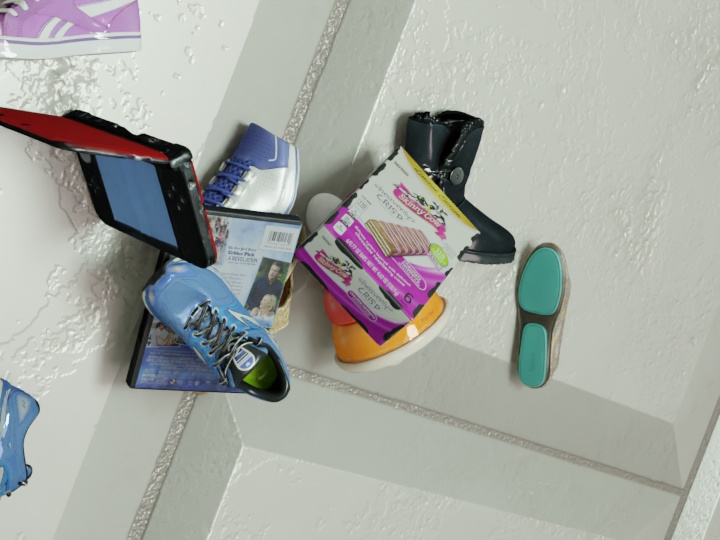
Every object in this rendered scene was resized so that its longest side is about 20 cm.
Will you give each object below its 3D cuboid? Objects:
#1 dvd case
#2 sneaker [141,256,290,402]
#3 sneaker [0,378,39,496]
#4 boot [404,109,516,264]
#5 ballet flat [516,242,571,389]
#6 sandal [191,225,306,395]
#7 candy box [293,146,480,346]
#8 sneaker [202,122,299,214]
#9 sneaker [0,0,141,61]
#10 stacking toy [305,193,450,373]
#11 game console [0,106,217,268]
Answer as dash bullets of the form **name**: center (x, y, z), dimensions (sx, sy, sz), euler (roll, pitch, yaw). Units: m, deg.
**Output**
- **dvd case**: center (-0.148, 0.031, 1.458), dimensions (0.142, 0.018, 0.201), euler (6, 111, -32)
- **sneaker**: center (-0.131, 0.061, 1.415), dimensions (0.079, 0.089, 0.200), euler (-47, 126, -1)
- **sneaker**: center (-0.356, 0.203, 1.366), dimensions (0.089, 0.078, 0.201), euler (23, 88, -41)
- **boot**: center (0.123, -0.098, 1.702), dimensions (0.200, 0.076, 0.169), euler (6, 104, -37)
- **ballet flat**: center (0.239, 0.053, 1.878), dimensions (0.067, 0.068, 0.201), euler (-24, 127, -56)
- **sandal**: center (-0.111, 0.047, 1.548), dimensions (0.070, 0.078, 0.212), euler (36, 88, -44)
- **candy box**: center (0.032, -0.030, 1.548), dimensions (0.136, 0.061, 0.200), euler (47, 38, -5)
- **sneaker**: center (-0.145, -0.058, 1.474), dimensions (0.115, 0.080, 0.200), euler (21, 92, -46)
- **sneaker**: center (-0.286, -0.247, 1.297), dimensions (0.200, 0.072, 0.115), euler (-17, 112, -48)
- **stacking toy**: center (0.000, 0.000, 1.616), dimensions (0.146, 0.146, 0.201), euler (-36, 108, -28)
- **game console**: center (-0.243, -0.077, 1.297), dimensions (0.118, 0.200, 0.173), euler (-30, 123, -30)
